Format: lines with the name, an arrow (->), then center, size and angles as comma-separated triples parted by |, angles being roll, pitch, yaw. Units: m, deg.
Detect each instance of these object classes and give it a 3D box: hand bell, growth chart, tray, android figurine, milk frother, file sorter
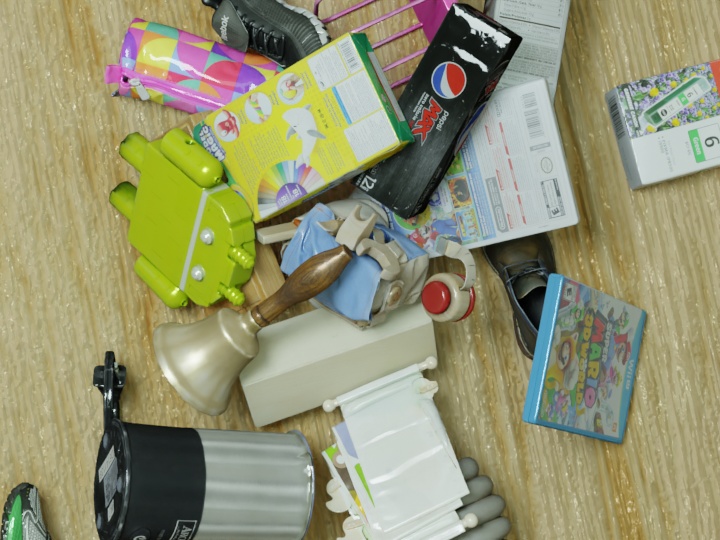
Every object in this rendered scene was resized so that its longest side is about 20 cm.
hand bell -> -0.087, 0.039, 1.299 | 0.199, 0.104, 0.104 | -36, 89, 19
growth chart -> 0.031, 0.190, 1.358 | 0.143, 0.018, 0.201 | -18, 59, 4
tray -> -0.150, -0.049, 1.407 | 0.037, 0.098, 0.202 | -20, 86, -46
android figurine -> -0.173, -0.045, 1.375 | 0.041, 0.183, 0.200 | -21, 54, -43
milk frother -> -0.164, 0.174, 1.362 | 0.187, 0.180, 0.202 | 7, 70, -25
file sorter -> 0.008, -0.288, 1.419 | 0.125, 0.139, 0.201 | -25, 88, -6

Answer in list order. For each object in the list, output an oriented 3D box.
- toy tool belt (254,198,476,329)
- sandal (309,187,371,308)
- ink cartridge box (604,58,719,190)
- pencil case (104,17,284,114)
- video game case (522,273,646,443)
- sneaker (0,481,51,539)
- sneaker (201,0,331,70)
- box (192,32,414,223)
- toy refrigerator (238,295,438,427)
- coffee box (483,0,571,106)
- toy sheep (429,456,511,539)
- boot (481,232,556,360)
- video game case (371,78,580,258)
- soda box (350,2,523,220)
toy tool belt -> 0.000, 0.000, 1.332 | 0.199, 0.122, 0.126 | 27, 108, 36
sandal -> 0.015, -0.045, 1.450 | 0.082, 0.050, 0.203 | 45, 96, 13
ink cartridge box -> 0.371, -0.165, 1.486 | 0.198, 0.050, 0.110 | -15, 87, -5
pencil case -> -0.155, -0.192, 1.425 | 0.198, 0.088, 0.089 | 14, 85, -4
video game case -> 0.228, 0.092, 1.398 | 0.018, 0.199, 0.145 | 7, 83, 36
sneaker -> -0.306, 0.305, 1.386 | 0.084, 0.078, 0.202 | -16, 96, -13
sneaker -> -0.099, -0.241, 1.395 | 0.090, 0.067, 0.200 | -16, 49, -27
box -> -0.059, -0.128, 1.328 | 0.199, 0.048, 0.118 | -26, 88, 23
toy refrigerator -> -0.028, 0.080, 1.411 | 0.198, 0.076, 0.070 | -19, 51, -6
coffee box -> 0.163, -0.222, 1.441 | 0.079, 0.114, 0.202 | 10, 84, -3
toy sheep -> 0.087, 0.262, 1.391 | 0.137, 0.138, 0.201 | -24, 83, -6
boot -> 0.175, -0.005, 1.433 | 0.074, 0.097, 0.202 | -19, 88, -5
video game case -> 0.104, -0.094, 1.375 | 0.198, 0.018, 0.145 | -13, 94, 19
soda box -> 0.073, -0.151, 1.332 | 0.070, 0.063, 0.201 | 33, 108, 10
